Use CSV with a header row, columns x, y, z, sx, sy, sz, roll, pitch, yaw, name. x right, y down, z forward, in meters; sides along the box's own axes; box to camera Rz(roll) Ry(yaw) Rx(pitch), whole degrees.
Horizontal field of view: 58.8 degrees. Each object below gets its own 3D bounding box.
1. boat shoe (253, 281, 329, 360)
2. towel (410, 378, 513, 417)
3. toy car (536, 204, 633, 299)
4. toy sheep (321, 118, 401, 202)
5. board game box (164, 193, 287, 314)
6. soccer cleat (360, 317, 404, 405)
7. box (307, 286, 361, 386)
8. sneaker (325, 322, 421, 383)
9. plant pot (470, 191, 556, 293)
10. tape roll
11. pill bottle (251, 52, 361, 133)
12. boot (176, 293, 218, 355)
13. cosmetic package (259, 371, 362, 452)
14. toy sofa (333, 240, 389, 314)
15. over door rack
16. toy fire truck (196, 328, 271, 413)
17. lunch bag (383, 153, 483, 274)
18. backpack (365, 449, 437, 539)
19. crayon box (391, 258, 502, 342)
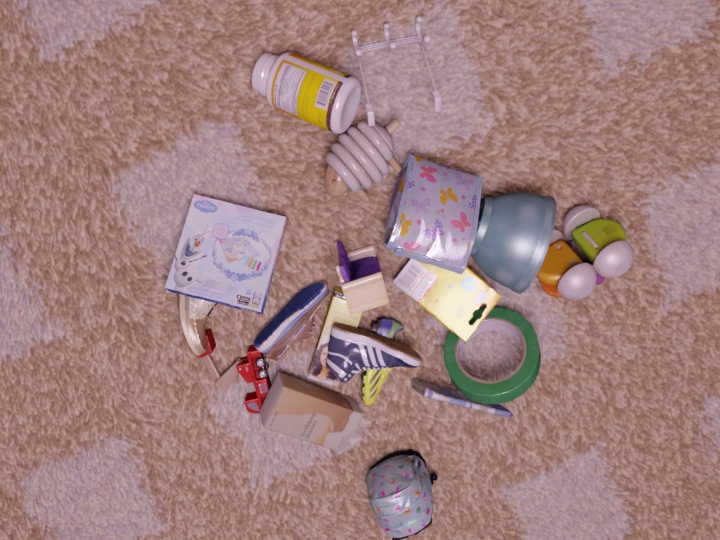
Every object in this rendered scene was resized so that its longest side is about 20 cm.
x,y,z,sx,sy,sz,roll,pitch,yaw,name
-0.135,0.109,1.364,0.200,0.072,0.072,-42,120,1,boat shoe
0.212,0.273,1.374,0.197,0.147,0.024,15,87,-6,towel
0.458,-0.020,1.329,0.198,0.176,0.150,-32,136,4,toy car
0.005,-0.223,1.267,0.200,0.138,0.138,-46,101,-1,toy sheep
-0.267,-0.033,1.288,0.197,0.043,0.202,14,77,0,board game box
0.048,0.203,1.390,0.082,0.065,0.204,10,101,-5,soccer cleat
-0.052,0.143,1.380,0.074,0.050,0.203,16,100,-6,box
0.021,0.190,1.323,0.197,0.070,0.110,18,98,9,sneaker
0.287,-0.071,1.279,0.132,0.200,0.203,18,101,-1,plant pot
0.274,0.175,1.333,0.198,0.202,0.048,-26,141,4,tape roll
-0.105,-0.346,1.226,0.198,0.109,0.111,25,101,13,pill bottle
-0.295,0.064,1.323,0.152,0.072,0.203,-11,80,-3,boot
-0.106,0.306,1.375,0.198,0.071,0.106,23,100,-23,cosmetic package
0.000,0.000,1.276,0.081,0.200,0.099,-16,108,1,toy sofa
0.068,-0.391,1.225,0.145,0.067,0.203,-11,71,1,over door rack
-0.269,0.221,1.387,0.139,0.049,0.203,-11,103,0,toy fire truck
0.139,-0.102,1.266,0.167,0.127,0.203,15,61,-7,lunch bag
0.081,0.484,1.382,0.166,0.200,0.128,-32,102,5,backpack
0.181,0.038,1.343,0.199,0.051,0.127,40,98,7,crayon box
